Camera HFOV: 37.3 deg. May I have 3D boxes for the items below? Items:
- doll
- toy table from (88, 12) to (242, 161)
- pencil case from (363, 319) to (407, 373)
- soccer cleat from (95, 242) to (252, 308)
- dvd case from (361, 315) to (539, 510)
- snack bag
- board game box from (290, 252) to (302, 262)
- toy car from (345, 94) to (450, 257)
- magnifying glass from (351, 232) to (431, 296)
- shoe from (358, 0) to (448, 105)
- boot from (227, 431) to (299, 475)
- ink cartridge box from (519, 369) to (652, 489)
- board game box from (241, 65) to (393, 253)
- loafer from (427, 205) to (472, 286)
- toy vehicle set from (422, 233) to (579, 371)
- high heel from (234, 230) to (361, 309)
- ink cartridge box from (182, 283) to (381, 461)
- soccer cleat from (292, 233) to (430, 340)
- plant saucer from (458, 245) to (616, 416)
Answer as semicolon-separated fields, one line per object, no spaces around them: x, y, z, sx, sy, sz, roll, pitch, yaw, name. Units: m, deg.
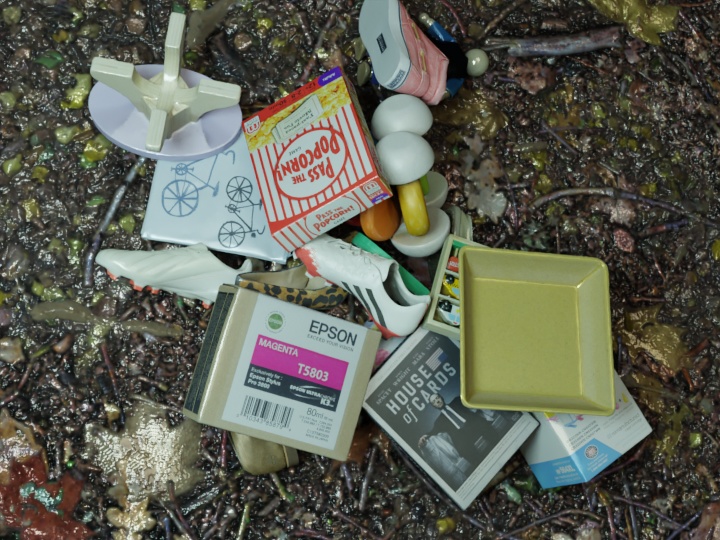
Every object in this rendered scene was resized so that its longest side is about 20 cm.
0.093;-0.306;1.535;0.198;0.048;0.138;-1;74;-17;doll
-0.249;-0.219;1.358;0.198;0.117;0.186;-2;74;-9;toy table
0.075;0.137;1.400;0.200;0.083;0.091;43;97;-4;pencil case
-0.233;-0.004;1.349;0.198;0.069;0.078;17;92;-20;soccer cleat
0.108;0.177;1.347;0.200;0.025;0.150;45;77;-3;dvd case
-0.174;-0.113;1.407;0.198;0.021;0.190;10;72;-4;snack bag
-0.089;-0.120;1.448;0.104;0.023;0.201;22;72;-8;board game box
0.034;-0.118;1.407;0.149;0.176;0.201;-10;39;10;toy car
0.068;0.020;1.387;0.200;0.080;0.022;38;89;-7;magnifying glass
0.060;-0.309;1.466;0.091;0.071;0.201;21;41;-33;shoe
-0.141;0.158;1.342;0.075;0.074;0.202;-17;84;-10;boot
0.263;0.168;1.427;0.128;0.125;0.201;-31;87;-21;ink cartridge box
-0.057;-0.141;1.327;0.151;0.046;0.201;-28;52;12;board game box
0.136;0.014;1.459;0.068;0.076;0.202;2;88;-25;loafer
0.188;0.044;1.362;0.198;0.027;0.125;18;69;-8;toy vehicle set
-0.075;-0.004;1.361;0.071;0.143;0.200;25;69;38;high heel
-0.091;0.122;1.275;0.199;0.075;0.166;18;84;-24;ink cartridge box
0.000;0.000;1.323;0.200;0.085;0.069;43;37;1;soccer cleat
0.210;0.079;1.316;0.198;0.048;0.202;5;72;-12;plant saucer
